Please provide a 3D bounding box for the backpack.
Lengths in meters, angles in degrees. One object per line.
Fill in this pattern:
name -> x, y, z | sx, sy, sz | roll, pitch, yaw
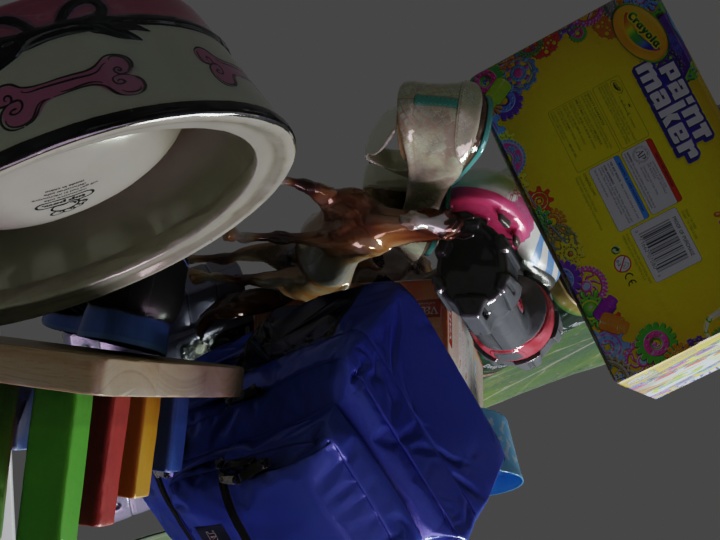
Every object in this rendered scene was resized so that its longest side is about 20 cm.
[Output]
backpack -> -0.046, 0.116, 0.923 | 0.199, 0.163, 0.168 | -19, -164, 34

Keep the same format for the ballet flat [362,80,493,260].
ballet flat -> 0.031, -0.065, 0.921 | 0.062, 0.068, 0.200 | 9, 156, -6

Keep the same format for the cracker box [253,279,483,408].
cracker box -> 0.011, 0.066, 1.081 | 0.133, 0.058, 0.200 | -3, 160, 11

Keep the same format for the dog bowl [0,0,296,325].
dog bowl -> -0.133, -0.048, 0.656 | 0.199, 0.074, 0.200 | -23, 166, -6

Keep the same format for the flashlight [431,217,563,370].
flashlight -> 0.090, 0.015, 0.992 | 0.068, 0.068, 0.200 | -46, 158, -2

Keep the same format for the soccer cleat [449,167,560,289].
soccer cleat -> 0.101, -0.046, 1.068 | 0.070, 0.087, 0.200 | 7, 163, 20

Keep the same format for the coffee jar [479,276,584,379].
coffee jar -> 0.152, 0.025, 1.350 | 0.200, 0.086, 0.104 | -34, 163, 34

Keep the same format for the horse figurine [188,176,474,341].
horse figurine -> -0.036, -0.012, 0.928 | 0.132, 0.050, 0.200 | 5, 155, -28

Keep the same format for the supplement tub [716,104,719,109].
supplement tub -> 0.317, -0.075, 1.177 | 0.199, 0.123, 0.123 | -15, 164, -31

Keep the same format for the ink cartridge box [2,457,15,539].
ink cartridge box -> -0.319, 0.137, 0.923 | 0.199, 0.088, 0.146 | -20, 147, -27

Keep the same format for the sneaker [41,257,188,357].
sneaker -> -0.135, 0.003, 0.853 | 0.070, 0.078, 0.200 | 15, 175, -19

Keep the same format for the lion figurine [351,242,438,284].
lion figurine -> 0.000, 0.000, 1.084 | 0.122, 0.073, 0.200 | -21, 155, 31

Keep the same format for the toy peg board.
toy peg board -> -0.190, 0.084, 0.790 | 0.199, 0.098, 0.199 | 7, 177, 15

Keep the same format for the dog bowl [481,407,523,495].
dog bowl -> 0.021, 0.129, 1.093 | 0.199, 0.050, 0.111 | 7, 159, -15

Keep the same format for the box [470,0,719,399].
box -> 0.180, -0.039, 0.931 | 0.122, 0.201, 0.193 | -27, 166, 12

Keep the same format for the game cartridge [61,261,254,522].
game cartridge -> -0.132, 0.087, 1.046 | 0.129, 0.038, 0.201 | -16, 135, -15
